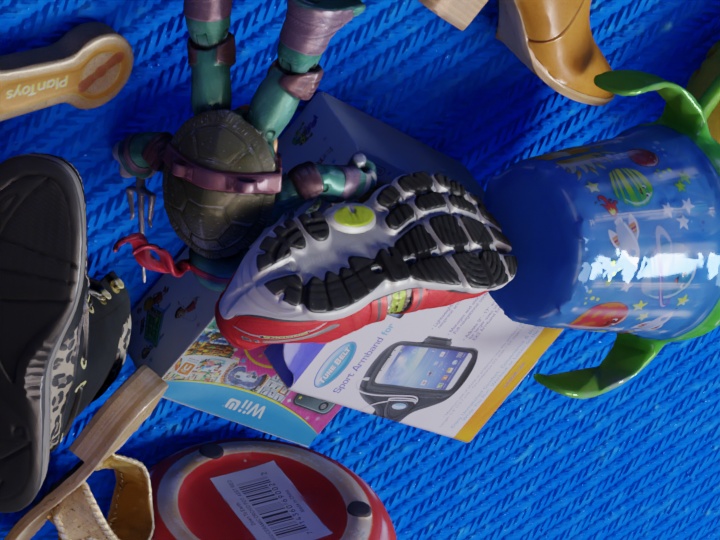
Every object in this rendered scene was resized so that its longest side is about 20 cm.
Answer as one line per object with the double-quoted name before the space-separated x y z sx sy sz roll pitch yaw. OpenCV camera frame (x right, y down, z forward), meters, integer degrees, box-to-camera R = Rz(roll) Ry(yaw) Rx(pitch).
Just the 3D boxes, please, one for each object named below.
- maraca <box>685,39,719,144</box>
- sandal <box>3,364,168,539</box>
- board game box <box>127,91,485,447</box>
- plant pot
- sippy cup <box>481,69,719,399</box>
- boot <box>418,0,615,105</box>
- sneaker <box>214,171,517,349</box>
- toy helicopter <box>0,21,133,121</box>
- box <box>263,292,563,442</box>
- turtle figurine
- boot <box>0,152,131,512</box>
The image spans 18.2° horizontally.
"maraca" 0.285 -0.121 1.440 0.200 0.107 0.137 -42 147 7
"sandal" -0.153 0.141 1.365 0.078 0.070 0.212 -46 176 -44
"board game box" -0.029 0.003 1.379 0.147 0.064 0.200 23 115 -46
"plant pot" -0.078 0.223 1.462 0.200 0.200 0.183 -11 128 -27
"sippy cup" 0.142 -0.020 1.338 0.130 0.178 0.140 -4 167 -40
"boot" 0.127 -0.183 1.299 0.201 0.071 0.144 23 110 -49
"sneaker" 0.000 0.000 1.249 0.200 0.077 0.085 -9 158 -41
"toy helicopter" -0.203 -0.082 1.168 0.200 0.079 0.132 -19 133 -38
"box" 0.033 0.034 1.375 0.200 0.041 0.119 22 114 -45
"turtle figurine" -0.064 -0.063 1.227 0.149 0.101 0.200 12 114 0
"boot" -0.173 0.015 1.249 0.073 0.154 0.204 13 111 8
